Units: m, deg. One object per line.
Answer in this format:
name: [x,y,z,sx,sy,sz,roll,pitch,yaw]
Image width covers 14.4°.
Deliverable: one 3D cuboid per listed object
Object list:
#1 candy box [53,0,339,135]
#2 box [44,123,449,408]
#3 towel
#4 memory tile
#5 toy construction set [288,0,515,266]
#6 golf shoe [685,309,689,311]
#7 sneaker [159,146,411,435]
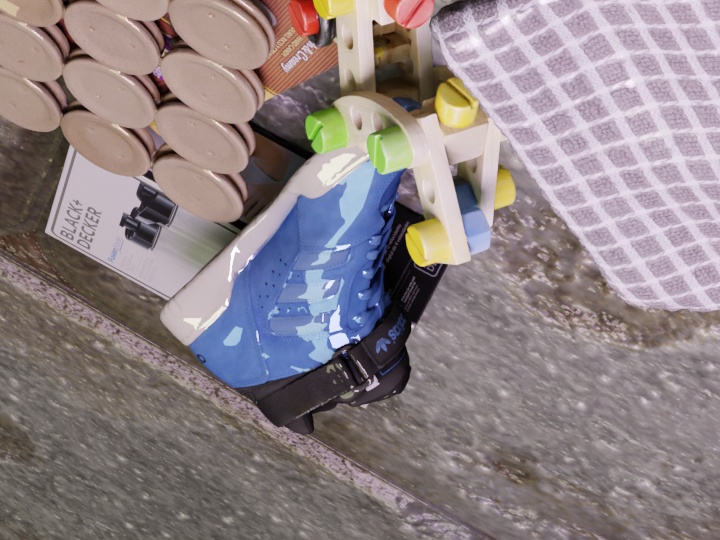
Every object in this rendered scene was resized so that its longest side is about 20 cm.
candy box: [-0.070,-0.133,1.302,0.117,0.056,0.200,40,152,-20]
box: [-0.059,-0.018,1.482,0.200,0.060,0.117,30,152,-1]
towel: [0.132,-0.062,0.960,0.165,0.086,0.200,-3,143,35]
memory tile: [-0.114,-0.100,1.324,0.153,0.017,0.200,26,154,5]
toy construction set: [0.025,-0.113,1.152,0.131,0.092,0.200,46,133,50]
golf shoe: [0.174,-0.049,1.210,0.094,0.078,0.200,46,144,-8]
sneaker: [0.000,0.000,1.367,0.111,0.077,0.200,45,120,-1]
